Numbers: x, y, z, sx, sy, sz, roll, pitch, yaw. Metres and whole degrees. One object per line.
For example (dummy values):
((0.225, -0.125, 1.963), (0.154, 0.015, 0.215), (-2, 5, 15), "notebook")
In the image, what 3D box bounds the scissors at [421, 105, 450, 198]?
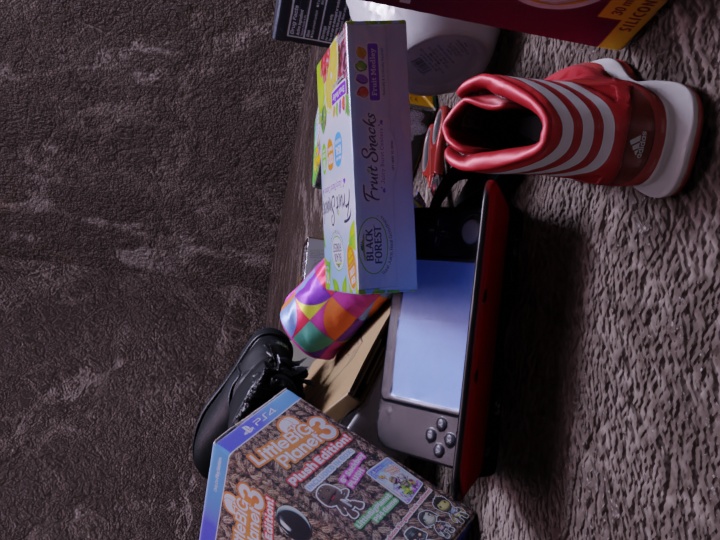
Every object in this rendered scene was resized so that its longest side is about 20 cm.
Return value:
((0.077, -0.086, 0.853), (0.073, 0.014, 0.202), (117, 161, -54), "scissors")

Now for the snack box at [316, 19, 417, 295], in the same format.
((0.002, -0.084, 0.674), (0.142, 0.052, 0.203), (-178, 85, -79), "snack box")

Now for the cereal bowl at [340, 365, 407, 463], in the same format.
((-0.002, 0.171, 0.846), (0.200, 0.083, 0.200), (-49, 8, 9), "cereal bowl")

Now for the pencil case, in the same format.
((0.000, 0.000, 0.855), (0.200, 0.088, 0.089), (-49, 21, 15), "pencil case")

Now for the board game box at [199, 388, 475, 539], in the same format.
((-0.028, 0.228, 0.687), (0.097, 0.198, 0.161), (-31, -39, -50), "board game box")

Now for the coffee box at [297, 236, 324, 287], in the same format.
((-0.072, 0.054, 1.449), (0.114, 0.078, 0.203), (140, 136, -76), "coffee box")

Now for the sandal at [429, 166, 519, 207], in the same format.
((0.089, -0.065, 0.695), (0.202, 0.047, 0.076), (107, 167, -50), "sandal")

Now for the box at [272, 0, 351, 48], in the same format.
((0.016, -0.350, 0.895), (0.201, 0.195, 0.125), (110, 164, -50), "box")

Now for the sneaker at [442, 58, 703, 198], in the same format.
((0.097, -0.092, 0.472), (0.200, 0.114, 0.080), (-132, 50, -77), "sneaker")

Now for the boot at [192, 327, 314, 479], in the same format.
((-0.117, 0.160, 0.843), (0.200, 0.073, 0.163), (-62, 15, 9), "boot")

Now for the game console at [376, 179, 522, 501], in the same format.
((0.051, 0.045, 0.600), (0.171, 0.118, 0.203), (4, 85, 46), "game console")

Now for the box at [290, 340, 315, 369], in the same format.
((-0.067, 0.225, 1.216), (0.128, 0.107, 0.202), (112, 163, -57), "box")

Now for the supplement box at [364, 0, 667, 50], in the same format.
((0.078, -0.205, 0.425), (0.131, 0.197, 0.105), (128, 148, -73), "supplement box")

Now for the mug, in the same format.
((0.065, -0.248, 0.765), (0.200, 0.146, 0.178), (47, -149, -63), "mug")

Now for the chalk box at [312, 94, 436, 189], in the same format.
((0.008, -0.176, 1.030), (0.201, 0.123, 0.125), (111, 163, -50), "chalk box")

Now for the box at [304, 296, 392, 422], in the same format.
((-0.026, 0.114, 0.859), (0.200, 0.021, 0.164), (-44, 11, 44), "box")
